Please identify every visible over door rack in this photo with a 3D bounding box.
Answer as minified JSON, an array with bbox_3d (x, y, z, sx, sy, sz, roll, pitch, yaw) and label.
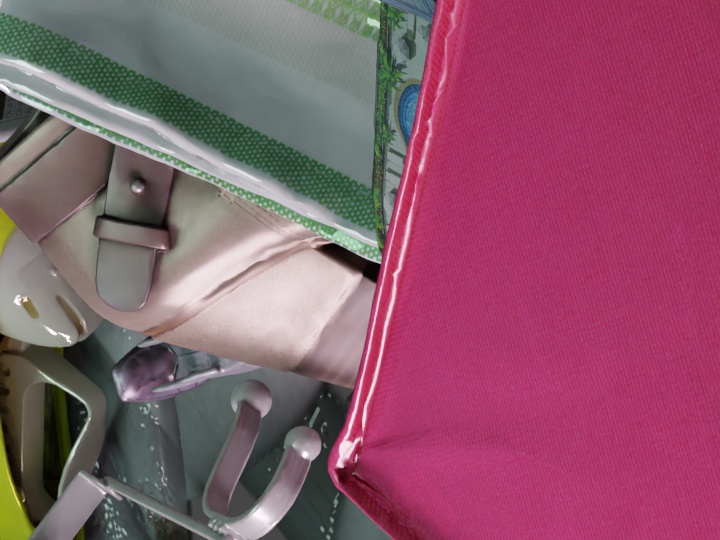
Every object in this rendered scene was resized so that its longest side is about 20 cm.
[{"bbox_3d":[-0.010,0.106,0.989,0.148,0.067,0.200,40,159,-16],"label":"over door rack"}]

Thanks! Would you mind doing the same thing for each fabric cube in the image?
[{"bbox_3d":[0.140,0.001,0.693,0.200,0.199,0.196,42,134,35],"label":"fabric cube"}]

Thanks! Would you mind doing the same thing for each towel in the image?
[{"bbox_3d":[-0.005,-0.116,0.837,0.149,0.031,0.200,24,90,6],"label":"towel"}]

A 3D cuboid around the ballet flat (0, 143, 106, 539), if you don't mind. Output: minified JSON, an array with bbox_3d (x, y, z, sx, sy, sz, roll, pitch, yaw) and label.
[{"bbox_3d":[-0.131,0.029,1.176,0.067,0.067,0.200,17,122,24],"label":"ballet flat"}]

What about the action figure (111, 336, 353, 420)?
[{"bbox_3d":[0.000,0.000,0.983,0.200,0.069,0.130,-10,86,49],"label":"action figure"}]

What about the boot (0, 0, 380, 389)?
[{"bbox_3d":[-0.015,-0.061,0.879,0.146,0.070,0.200,32,102,-4],"label":"boot"}]

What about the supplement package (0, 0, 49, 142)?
[{"bbox_3d":[-0.107,-0.147,0.949,0.152,0.200,0.151,39,132,38],"label":"supplement package"}]

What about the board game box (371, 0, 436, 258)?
[{"bbox_3d":[0.051,-0.086,0.771,0.062,0.200,0.200,28,124,43],"label":"board game box"}]
